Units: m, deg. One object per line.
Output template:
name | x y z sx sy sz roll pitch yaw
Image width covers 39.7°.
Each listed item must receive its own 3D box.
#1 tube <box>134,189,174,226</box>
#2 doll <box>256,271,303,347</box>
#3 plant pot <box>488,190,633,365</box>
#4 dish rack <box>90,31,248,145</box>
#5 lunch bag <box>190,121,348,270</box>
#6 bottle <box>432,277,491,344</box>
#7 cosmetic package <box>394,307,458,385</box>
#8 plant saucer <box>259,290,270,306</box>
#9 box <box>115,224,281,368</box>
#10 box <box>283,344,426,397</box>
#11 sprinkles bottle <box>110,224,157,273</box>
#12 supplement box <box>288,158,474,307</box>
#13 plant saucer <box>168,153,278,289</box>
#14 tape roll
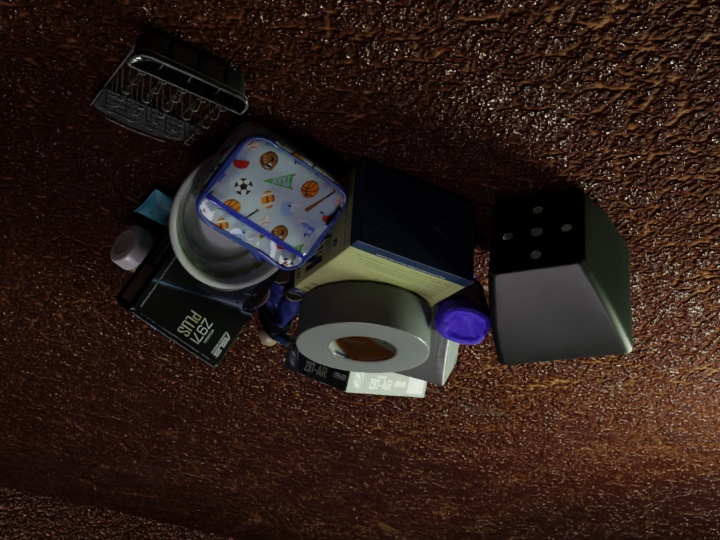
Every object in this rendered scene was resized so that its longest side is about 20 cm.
tube | -0.244 -0.068 1.543 0.200 0.051 0.077 26 138 -27
doll | -0.144 0.078 1.743 0.048 0.137 0.200 -27 162 -32
plant pot | 0.279 0.000 1.452 0.199 0.200 0.178 -7 139 21
dish rack | -0.246 -0.213 1.250 0.153 0.055 0.200 22 148 -29
lunch bag | -0.122 -0.093 1.356 0.200 0.076 0.160 34 99 -32
bottle | 0.150 0.041 1.539 0.083 0.200 0.065 14 114 -8
cosmetic package | 0.061 0.105 1.643 0.199 0.090 0.107 13 119 20
plant saucer | -0.248 0.007 1.678 0.199 0.035 0.200 6 149 3
box | -0.234 0.014 1.482 0.164 0.200 0.086 39 171 -29
box | -0.006 0.174 1.715 0.200 0.044 0.160 12 -178 -45
sprinkles bottle | -0.303 0.005 1.594 0.068 0.068 0.200 -17 140 35
supplement box | 0.030 -0.034 1.467 0.199 0.135 0.200 19 149 -26
plant saucer | -0.180 -0.075 1.409 0.200 0.201 0.050 23 -176 -32
tape roll | 0.006 0.089 1.488 0.199 0.066 0.200 5 154 2
